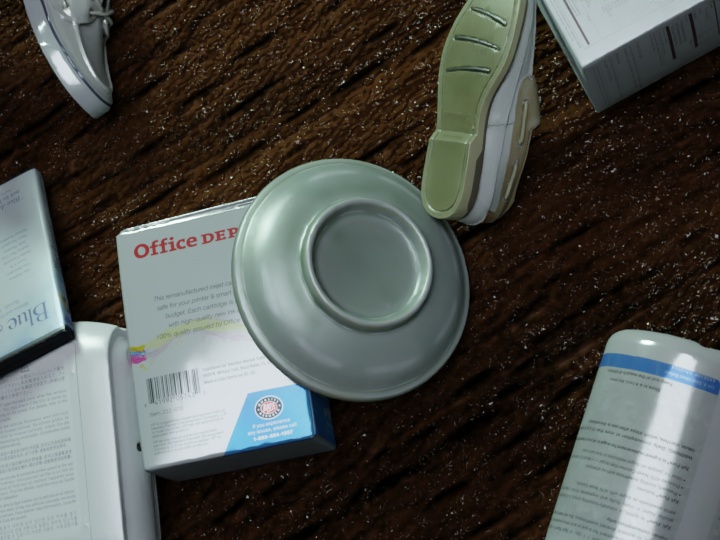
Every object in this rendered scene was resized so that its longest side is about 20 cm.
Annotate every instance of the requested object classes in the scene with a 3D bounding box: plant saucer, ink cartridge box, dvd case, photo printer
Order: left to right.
[{"bbox_3d":[-0.318,0.013,1.473,0.142,0.018,0.201,-27,48,7],"label":"dvd case"},{"bbox_3d":[-0.249,0.145,1.432,0.166,0.069,0.201,-15,74,22],"label":"photo printer"},{"bbox_3d":[-0.109,0.056,1.419,0.144,0.085,0.201,-12,75,10],"label":"ink cartridge box"},{"bbox_3d":[0.000,0.000,1.372,0.199,0.050,0.201,7,69,-18],"label":"plant saucer"}]

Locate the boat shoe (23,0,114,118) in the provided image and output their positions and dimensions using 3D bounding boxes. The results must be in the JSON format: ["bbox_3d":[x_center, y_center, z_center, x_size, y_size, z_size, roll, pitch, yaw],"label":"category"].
[{"bbox_3d":[-0.248,-0.228,1.531,0.065,0.072,0.201,-28,64,11],"label":"boat shoe"}]

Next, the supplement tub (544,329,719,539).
[{"bbox_3d":[0.217,0.156,1.291,0.131,0.132,0.201,17,81,17],"label":"supplement tub"}]

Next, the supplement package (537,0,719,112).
[{"bbox_3d":[0.244,-0.233,1.385,0.199,0.110,0.114,-28,71,6],"label":"supplement package"}]

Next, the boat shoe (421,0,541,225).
[{"bbox_3d":[0.105,-0.136,1.401,0.075,0.068,0.201,26,104,49],"label":"boat shoe"}]
